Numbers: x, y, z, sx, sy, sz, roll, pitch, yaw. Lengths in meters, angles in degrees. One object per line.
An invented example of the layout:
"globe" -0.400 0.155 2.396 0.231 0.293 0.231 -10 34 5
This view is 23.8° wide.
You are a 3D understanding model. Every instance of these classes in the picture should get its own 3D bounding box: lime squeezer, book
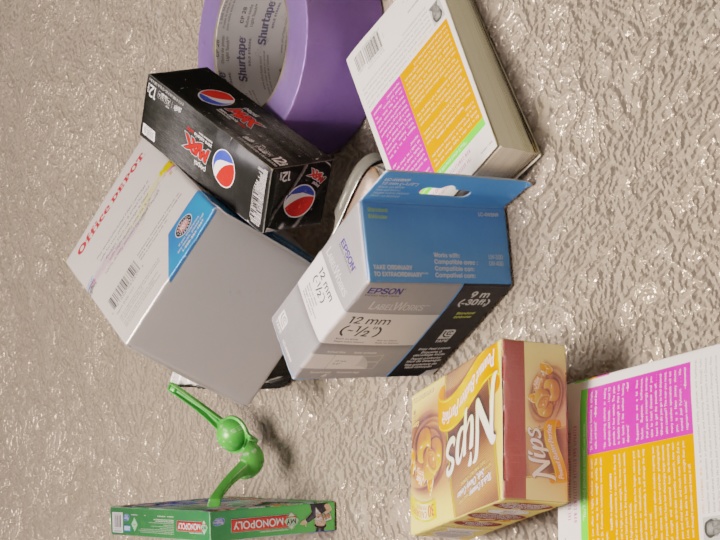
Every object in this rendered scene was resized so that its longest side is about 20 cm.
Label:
"lime squeezer" -0.131 0.167 1.619 0.200 0.070 0.038 -120 27 -56
"book" 0.214 0.127 1.167 0.199 0.048 0.135 -21 67 54
"book" 0.059 -0.137 1.406 0.134 0.048 0.202 -45 51 38

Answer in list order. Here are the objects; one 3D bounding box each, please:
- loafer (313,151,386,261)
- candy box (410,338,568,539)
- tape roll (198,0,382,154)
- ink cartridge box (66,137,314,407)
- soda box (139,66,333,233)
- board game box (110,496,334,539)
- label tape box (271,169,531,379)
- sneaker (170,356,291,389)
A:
"loafer" 0.000 0.000 1.485 0.063 0.071 0.202 35 115 41
"candy box" 0.093 0.132 1.293 0.200 0.055 0.117 139 134 -66
"tape roll" -0.067 -0.208 1.575 0.199 0.084 0.203 -5 84 56
"ink cartridge box" -0.151 -0.003 1.568 0.148 0.144 0.200 -56 34 6
"soda box" -0.111 -0.109 1.501 0.200 0.070 0.064 39 127 39
"board game box" -0.132 0.233 1.612 0.199 0.133 0.029 -9 81 56
"label tape box" 0.038 0.007 1.356 0.200 0.142 0.067 -50 50 43
"sneaker" -0.132 0.071 1.668 0.199 0.077 0.091 -2 85 56
